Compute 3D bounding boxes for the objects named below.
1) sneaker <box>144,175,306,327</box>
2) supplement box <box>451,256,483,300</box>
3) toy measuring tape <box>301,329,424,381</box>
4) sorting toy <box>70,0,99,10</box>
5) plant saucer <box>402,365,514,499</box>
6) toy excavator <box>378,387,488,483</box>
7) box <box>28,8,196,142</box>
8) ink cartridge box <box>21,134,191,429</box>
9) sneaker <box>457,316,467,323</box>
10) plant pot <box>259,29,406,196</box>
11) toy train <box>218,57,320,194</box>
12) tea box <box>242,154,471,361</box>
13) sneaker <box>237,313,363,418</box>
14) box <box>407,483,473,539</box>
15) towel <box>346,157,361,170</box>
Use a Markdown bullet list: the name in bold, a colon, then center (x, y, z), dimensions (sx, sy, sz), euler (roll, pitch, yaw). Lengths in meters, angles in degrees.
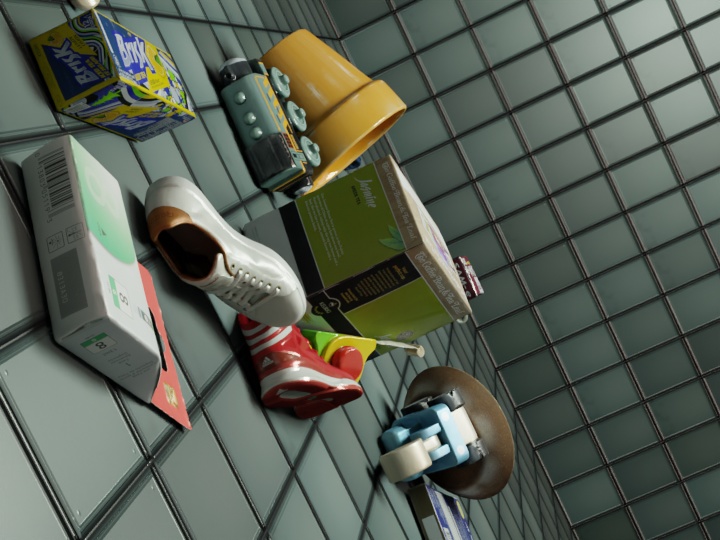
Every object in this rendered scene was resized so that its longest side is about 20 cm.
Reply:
- **sneaker**: center (-0.126, 0.006, 1.203), dimensions (0.200, 0.073, 0.085), euler (42, 25, -31)
- **supplement box**: center (0.060, 0.048, 1.744), dimensions (0.061, 0.200, 0.109), euler (65, 9, 3)
- **toy measuring tape**: center (-0.005, 0.110, 1.507), dimensions (0.200, 0.074, 0.074), euler (10, 50, -44)
- **sorting toy**: center (-0.304, -0.371, 1.290), dimensions (0.185, 0.036, 0.200), euler (60, 11, -32)
- **plant saucer**: center (0.125, 0.233, 1.826), dimensions (0.037, 0.200, 0.201), euler (-21, 85, -42)
- **toy excavator**: center (0.074, 0.233, 1.692), dimensions (0.194, 0.200, 0.100), euler (-28, -93, 55)
- **box**: center (-0.216, -0.169, 1.167), dimensions (0.200, 0.064, 0.070), euler (14, 52, -79)
- **ink cartridge box**: center (-0.173, 0.015, 0.984), dimensions (0.200, 0.050, 0.161), euler (47, 20, -57)
- **sneaker**: center (0.211, 0.051, 3.033), dimensions (0.200, 0.074, 0.089), euler (54, 12, -48)
- **plant pot**: center (-0.068, -0.239, 1.885), dimensions (0.183, 0.200, 0.200), euler (50, 9, 1)
- **toy train**: center (-0.124, -0.194, 1.740), dimensions (0.200, 0.085, 0.114), euler (66, 18, 7)
- **tea box**: center (0.000, 0.000, 1.542), dimensions (0.200, 0.197, 0.134), euler (52, 16, -57)
- **sneaker**: center (-0.061, 0.083, 1.353), dimensions (0.200, 0.078, 0.116), euler (42, 26, -71)
- **box**: center (0.121, 0.363, 1.796), dimensions (0.121, 0.032, 0.200), euler (69, 11, 21)
- **towel**: center (-0.052, -0.293, 2.508), dimensions (0.200, 0.049, 0.112), euler (66, 8, 7)
